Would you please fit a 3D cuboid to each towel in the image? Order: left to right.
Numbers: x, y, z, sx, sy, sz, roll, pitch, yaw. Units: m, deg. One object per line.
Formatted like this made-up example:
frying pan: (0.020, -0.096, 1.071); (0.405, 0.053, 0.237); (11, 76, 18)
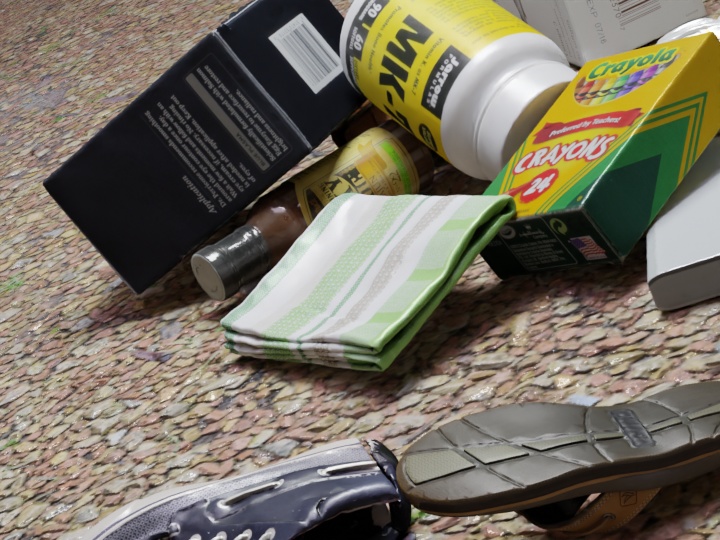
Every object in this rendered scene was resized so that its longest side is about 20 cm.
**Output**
towel: (0.000, 0.000, 1.389); (0.149, 0.031, 0.200); (-51, 24, -20)

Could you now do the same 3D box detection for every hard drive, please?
hard drive: (0.242, -0.043, 1.319); (0.132, 0.026, 0.200); (-18, 19, 14)

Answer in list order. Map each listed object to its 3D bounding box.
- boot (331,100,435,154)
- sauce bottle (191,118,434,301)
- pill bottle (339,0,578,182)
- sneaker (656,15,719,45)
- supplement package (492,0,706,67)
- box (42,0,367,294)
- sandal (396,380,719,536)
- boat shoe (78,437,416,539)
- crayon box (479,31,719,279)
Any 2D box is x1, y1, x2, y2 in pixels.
boot: (0.067, -0.120, 1.666); (0.155, 0.074, 0.200); (-31, 17, -9)
sauce bottle: (-0.035, -0.042, 1.572); (0.200, 0.065, 0.065); (-35, 22, -25)
pill bottle: (0.082, -0.136, 1.537); (0.114, 0.114, 0.200); (-30, 42, -19)
sneaker: (0.275, -0.135, 1.460); (0.200, 0.076, 0.092); (-18, 24, 17)
supplement package: (0.188, -0.258, 1.810); (0.117, 0.117, 0.200); (-26, 19, -8)
box: (-0.107, -0.109, 1.633); (0.200, 0.117, 0.197); (-38, 5, 28)
sandal: (0.119, 0.099, 1.052); (0.200, 0.055, 0.082); (-10, 24, -7)
boat shoe: (-0.064, 0.145, 1.084); (0.200, 0.075, 0.093); (-24, 12, -6)
crayon box: (0.166, -0.085, 1.382); (0.127, 0.051, 0.200); (-9, 36, 55)
